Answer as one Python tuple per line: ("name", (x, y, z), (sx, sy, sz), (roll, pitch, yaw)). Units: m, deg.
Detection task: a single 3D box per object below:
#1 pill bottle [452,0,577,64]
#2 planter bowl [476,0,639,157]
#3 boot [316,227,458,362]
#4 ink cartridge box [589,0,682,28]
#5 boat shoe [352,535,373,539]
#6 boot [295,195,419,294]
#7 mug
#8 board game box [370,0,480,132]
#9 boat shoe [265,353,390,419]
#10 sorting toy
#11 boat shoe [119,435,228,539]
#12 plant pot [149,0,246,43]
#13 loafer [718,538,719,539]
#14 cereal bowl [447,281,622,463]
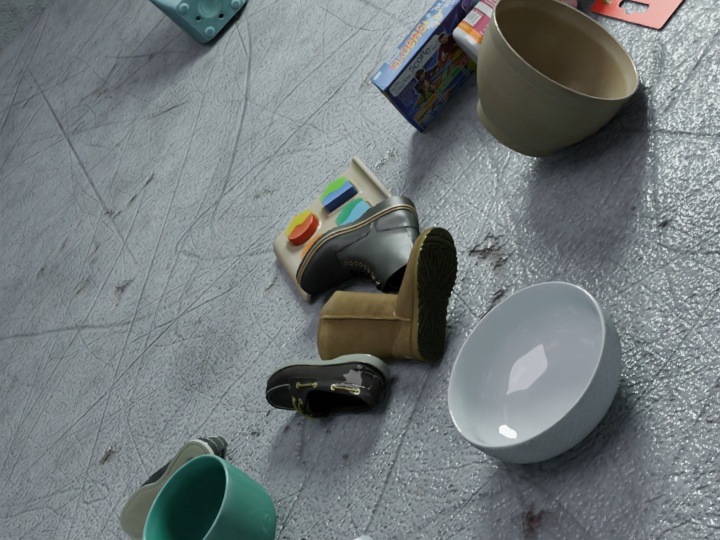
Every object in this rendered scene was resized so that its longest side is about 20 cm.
("pill bottle", (0.231, -0.366, 1.674), (0.200, 0.109, 0.110), (-47, 32, 6))
("planter bowl", (0.225, -0.228, 1.491), (0.201, 0.198, 0.135), (-90, 22, -46))
("boot", (0.027, 0.035, 1.532), (0.199, 0.066, 0.177), (-3, 73, 51))
("ink cartridge box", (0.398, -0.422, 1.581), (0.200, 0.057, 0.162), (-47, 32, -3))
("boat shoe", (-0.037, 0.381, 1.306), (0.062, 0.072, 0.201), (38, 93, 34))
("boot", (0.000, 0.000, 1.631), (0.199, 0.077, 0.139), (-39, 38, 21))
("mug", (-0.189, 0.329, 1.489), (0.184, 0.114, 0.153), (-34, 36, 26))
("board game box", (0.116, -0.312, 1.739), (0.200, 0.135, 0.034), (-49, 55, 2))
("boat shoe", (-0.053, 0.155, 1.536), (0.200, 0.072, 0.061), (-15, 42, 40))
("sorting toy", (-0.047, -0.068, 1.790), (0.200, 0.036, 0.185), (-47, 32, 6))
("boat shoe", (-0.257, 0.303, 1.668), (0.200, 0.072, 0.068), (-46, -5, 20))
("plant pot", (-0.353, -0.607, 2.591), (0.196, 0.196, 0.200), (-44, 40, 9))
("loafer", (0.295, 0.272, 0.996), (0.200, 0.072, 0.063), (-45, 12, -1))
("cereal bowl", (0.192, 0.116, 1.256), (0.199, 0.083, 0.201), (-33, 35, 27))
